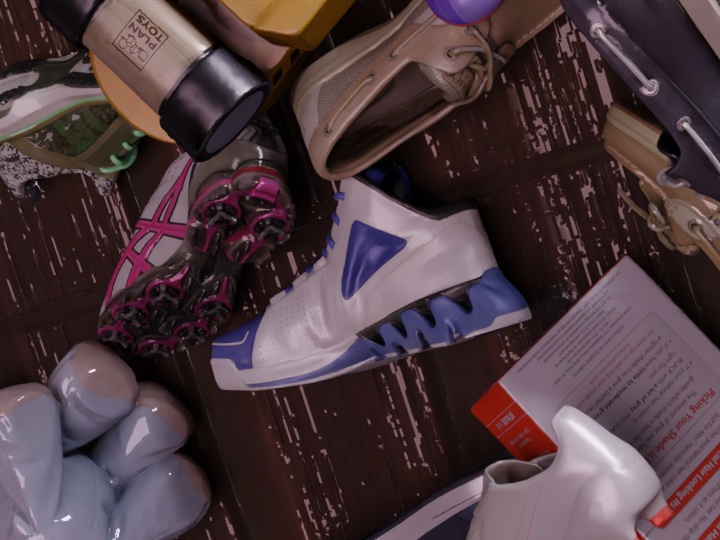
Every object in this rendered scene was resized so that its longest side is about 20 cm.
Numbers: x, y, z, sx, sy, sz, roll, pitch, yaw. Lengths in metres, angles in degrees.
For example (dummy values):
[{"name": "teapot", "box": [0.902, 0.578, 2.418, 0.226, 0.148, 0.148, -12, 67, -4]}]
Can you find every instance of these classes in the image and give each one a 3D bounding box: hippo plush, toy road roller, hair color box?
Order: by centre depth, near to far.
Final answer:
[{"name": "toy road roller", "box": [-0.064, -0.159, 0.783, 0.123, 0.146, 0.200, 42, 98, 6]}, {"name": "hair color box", "box": [0.170, 0.106, 0.789, 0.200, 0.111, 0.064, 46, 159, 8]}, {"name": "hippo plush", "box": [-0.201, 0.149, 0.961, 0.160, 0.158, 0.203, -7, 89, 52]}]

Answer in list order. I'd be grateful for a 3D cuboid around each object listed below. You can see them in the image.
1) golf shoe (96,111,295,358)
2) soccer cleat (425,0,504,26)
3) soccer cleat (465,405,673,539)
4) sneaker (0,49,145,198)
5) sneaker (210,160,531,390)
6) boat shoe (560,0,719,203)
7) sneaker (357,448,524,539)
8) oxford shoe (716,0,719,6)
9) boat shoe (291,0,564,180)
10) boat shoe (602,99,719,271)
[{"name": "golf shoe", "box": [-0.103, -0.021, 0.908, 0.200, 0.072, 0.093, -45, 39, 37]}, {"name": "soccer cleat", "box": [0.060, -0.226, 0.741, 0.066, 0.076, 0.202, 8, 77, 24]}, {"name": "soccer cleat", "box": [0.081, 0.142, 0.759, 0.078, 0.069, 0.200, 49, 133, 11]}, {"name": "sneaker", "box": [-0.160, -0.093, 0.918, 0.198, 0.077, 0.089, -8, 125, 24]}, {"name": "sneaker", "box": [0.001, 0.000, 0.863, 0.198, 0.080, 0.116, -17, 83, 29]}, {"name": "boat shoe", "box": [0.162, -0.070, 0.687, 0.062, 0.073, 0.201, -28, 116, 18]}, {"name": "sneaker", "box": [0.074, 0.197, 0.865, 0.202, 0.077, 0.147, -39, 77, 32]}, {"name": "oxford shoe", "box": [0.164, -0.161, 0.753, 0.070, 0.074, 0.201, -32, 89, 25]}, {"name": "boat shoe", "box": [0.051, -0.119, 0.794, 0.199, 0.072, 0.065, -31, 48, 17]}, {"name": "boat shoe", "box": [0.199, -0.011, 0.774, 0.200, 0.073, 0.063, 43, 111, 7]}]
